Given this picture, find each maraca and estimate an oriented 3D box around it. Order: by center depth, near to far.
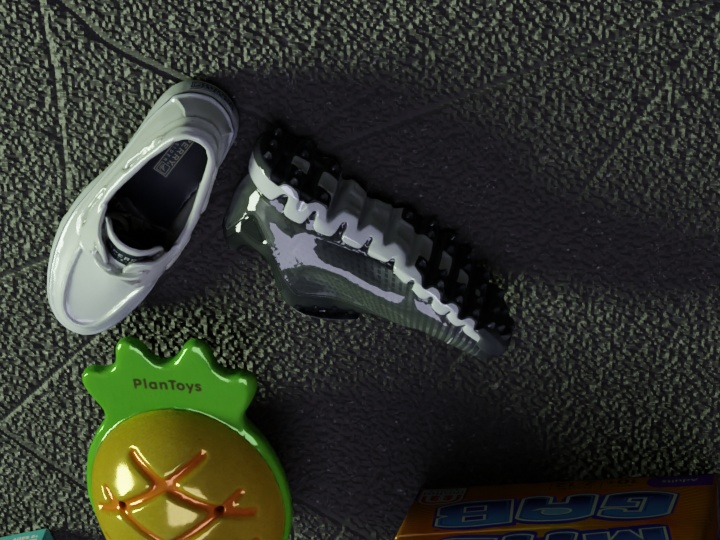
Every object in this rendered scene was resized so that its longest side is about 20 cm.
[{"bbox_3d":[-0.113,0.127,1.561,0.136,0.107,0.201,-1,123,10],"label":"maraca"}]

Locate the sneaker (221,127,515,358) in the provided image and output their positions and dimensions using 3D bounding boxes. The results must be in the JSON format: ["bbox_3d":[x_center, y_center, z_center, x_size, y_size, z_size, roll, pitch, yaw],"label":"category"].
[{"bbox_3d":[0.000,0.000,1.489,0.200,0.067,0.091,34,125,-9],"label":"sneaker"}]

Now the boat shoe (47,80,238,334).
[{"bbox_3d":[-0.138,-0.025,1.490,0.072,0.066,0.200,33,122,-13],"label":"boat shoe"}]

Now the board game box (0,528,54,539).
[{"bbox_3d":[-0.291,0.263,1.624,0.150,0.200,0.047,-12,121,16],"label":"board game box"}]

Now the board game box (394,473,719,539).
[{"bbox_3d":[0.128,0.256,1.521,0.199,0.200,0.201,-4,102,12],"label":"board game box"}]
